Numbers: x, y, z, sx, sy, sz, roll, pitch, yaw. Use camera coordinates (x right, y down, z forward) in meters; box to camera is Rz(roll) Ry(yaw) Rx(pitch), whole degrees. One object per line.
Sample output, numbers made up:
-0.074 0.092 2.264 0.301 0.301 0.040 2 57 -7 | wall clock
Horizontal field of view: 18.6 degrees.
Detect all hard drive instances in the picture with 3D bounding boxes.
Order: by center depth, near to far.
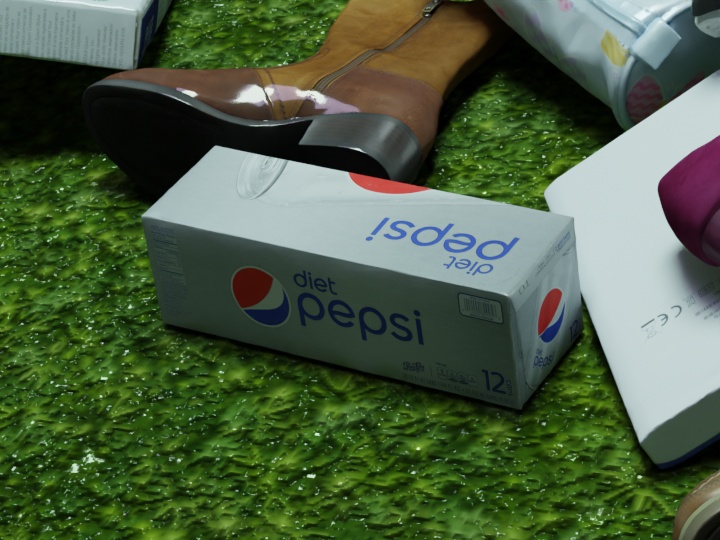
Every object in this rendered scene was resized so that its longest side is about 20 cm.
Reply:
0.160 -0.013 0.977 0.131 0.025 0.201 -34 31 13 | hard drive

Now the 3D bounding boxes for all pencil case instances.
0.111 -0.156 1.157 0.083 0.091 0.200 -38 54 -5 | pencil case

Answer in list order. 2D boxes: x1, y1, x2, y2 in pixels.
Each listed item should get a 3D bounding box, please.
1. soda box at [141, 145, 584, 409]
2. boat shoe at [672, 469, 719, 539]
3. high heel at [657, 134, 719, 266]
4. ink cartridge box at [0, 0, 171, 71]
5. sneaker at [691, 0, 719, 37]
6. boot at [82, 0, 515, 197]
0.000 0.000 1.012 0.199 0.064 0.068 13 39 30 | soda box
0.202 0.081 0.842 0.198 0.073 0.068 -10 28 -17 | boat shoe
0.205 -0.082 0.908 0.200 0.067 0.096 -46 41 5 | high heel
-0.210 -0.165 1.250 0.198 0.044 0.197 7 20 0 | ink cartridge box
0.246 -0.144 1.069 0.199 0.075 0.087 17 61 -30 | sneaker
-0.030 -0.113 1.184 0.187 0.069 0.200 5 36 22 | boot
